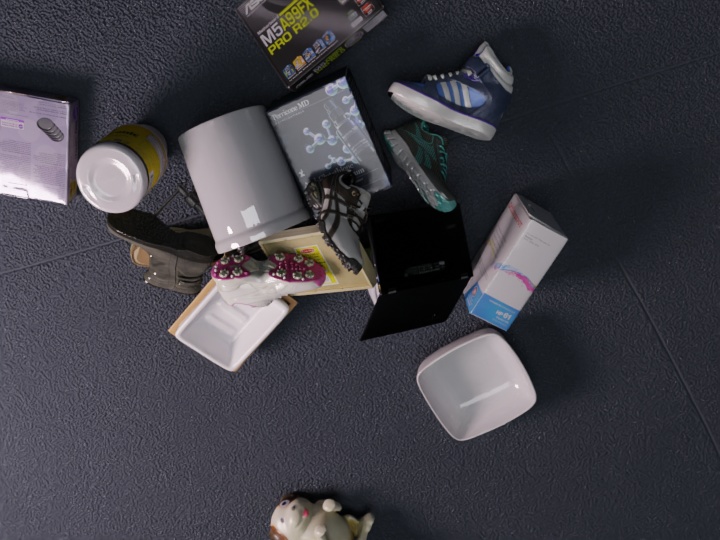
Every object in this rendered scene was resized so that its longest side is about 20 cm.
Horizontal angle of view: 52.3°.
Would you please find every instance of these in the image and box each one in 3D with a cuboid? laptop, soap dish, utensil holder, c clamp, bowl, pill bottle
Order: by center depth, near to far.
[{"bbox_3d":[-0.383,-0.179,1.215,0.110,0.200,0.113,0,113,0],"label":"pill bottle"},{"bbox_3d":[-0.197,-0.152,1.226,0.168,0.170,0.202,-20,97,9],"label":"utensil holder"},{"bbox_3d":[0.084,0.003,1.260,0.185,0.116,0.203,-10,89,-28],"label":"laptop"},{"bbox_3d":[-0.241,-0.101,1.311,0.199,0.027,0.172,39,76,-18],"label":"c clamp"},{"bbox_3d":[-0.239,0.078,1.379,0.157,0.082,0.200,36,109,-23],"label":"soap dish"},{"bbox_3d":[0.226,0.214,1.448,0.198,0.075,0.201,-29,110,13],"label":"bowl"}]

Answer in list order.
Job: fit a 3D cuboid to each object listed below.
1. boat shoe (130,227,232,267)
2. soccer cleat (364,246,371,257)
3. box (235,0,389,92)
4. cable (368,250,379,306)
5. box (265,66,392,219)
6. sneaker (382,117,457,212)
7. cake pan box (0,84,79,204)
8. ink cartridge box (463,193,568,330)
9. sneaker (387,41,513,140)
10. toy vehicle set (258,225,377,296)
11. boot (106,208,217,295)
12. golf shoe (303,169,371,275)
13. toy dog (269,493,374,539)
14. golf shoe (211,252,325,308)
[{"bbox_3d":[-0.332,-0.038,1.347,0.197,0.067,0.075,-9,113,4],"label":"boat shoe"},{"bbox_3d":[0.000,0.000,1.364,0.198,0.068,0.082,-23,117,8],"label":"soccer cleat"},{"bbox_3d":[-0.077,-0.410,1.165,0.199,0.044,0.161,-35,84,15],"label":"box"},{"bbox_3d":[0.100,0.002,1.324,0.199,0.069,0.201,25,101,-37],"label":"cable"},{"bbox_3d":[-0.049,-0.217,1.247,0.147,0.107,0.202,-22,111,10],"label":"box"},{"bbox_3d":[0.116,-0.186,1.229,0.091,0.201,0.078,-32,150,1],"label":"sneaker"},{"bbox_3d":[-0.597,-0.223,1.280,0.197,0.052,0.187,8,111,-3],"label":"cake pan box"},{"bbox_3d":[0.269,-0.018,1.309,0.084,0.145,0.202,25,111,-10],"label":"ink cartridge box"},{"bbox_3d":[0.158,-0.317,1.218,0.198,0.081,0.148,21,88,-6],"label":"sneaker"},{"bbox_3d":[-0.075,-0.018,1.283,0.198,0.027,0.125,-6,123,38],"label":"toy vehicle set"},{"bbox_3d":[-0.356,-0.021,1.272,0.198,0.068,0.131,21,130,-21],"label":"boot"},{"bbox_3d":[-0.021,-0.086,1.145,0.094,0.201,0.078,-29,143,8],"label":"golf shoe"},{"bbox_3d":[-0.096,0.555,1.580,0.199,0.141,0.194,31,147,-14],"label":"toy dog"},{"bbox_3d":[-0.156,0.021,1.274,0.197,0.076,0.092,2,130,7],"label":"golf shoe"}]
